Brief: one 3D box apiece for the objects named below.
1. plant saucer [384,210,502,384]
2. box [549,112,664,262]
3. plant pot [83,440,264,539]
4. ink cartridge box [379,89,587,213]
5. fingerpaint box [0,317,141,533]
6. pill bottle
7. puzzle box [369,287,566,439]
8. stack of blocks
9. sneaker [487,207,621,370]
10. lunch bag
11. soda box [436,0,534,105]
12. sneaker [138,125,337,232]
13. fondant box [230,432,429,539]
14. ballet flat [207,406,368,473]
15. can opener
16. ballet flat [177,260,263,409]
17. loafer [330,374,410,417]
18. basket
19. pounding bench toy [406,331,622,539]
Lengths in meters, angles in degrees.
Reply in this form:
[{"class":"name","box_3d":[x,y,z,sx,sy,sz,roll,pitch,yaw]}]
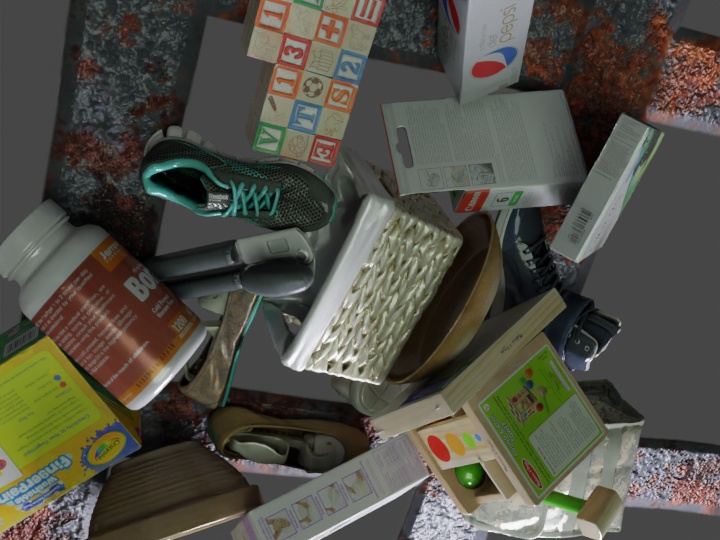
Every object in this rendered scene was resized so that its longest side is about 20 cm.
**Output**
[{"class":"plant saucer","box_3d":[0.091,0.034,1.090,0.035,0.201,0.201,30,106,-12]},{"class":"box","box_3d":[0.255,-0.086,1.086,0.036,0.200,0.146,30,105,13]},{"class":"plant pot","box_3d":[-0.210,0.244,1.155,0.198,0.201,0.094,-16,78,-6]},{"class":"ink cartridge box","box_3d":[0.120,-0.118,1.076,0.197,0.110,0.050,-6,157,-12]},{"class":"fingerpaint box","box_3d":[-0.356,0.160,1.108,0.198,0.074,0.168,-32,119,3]},{"class":"pill bottle","box_3d":[-0.254,0.030,1.031,0.200,0.112,0.112,44,100,-10]},{"class":"puzzle box","box_3d":[0.110,0.095,1.086,0.199,0.133,0.026,-37,93,-35]},{"class":"stack of blocks","box_3d":[-0.055,-0.211,1.012,0.114,0.059,0.202,10,113,-19]},{"class":"sneaker","box_3d":[0.212,0.015,1.142,0.077,0.145,0.205,-34,133,-39]},{"class":"lunch bag","box_3d":[0.218,0.225,1.266,0.197,0.118,0.166,-1,113,-16]},{"class":"soda box","box_3d":[0.113,-0.233,0.977,0.067,0.064,0.200,-21,163,-4]},{"class":"sneaker","box_3d":[-0.121,-0.073,1.014,0.197,0.091,0.079,14,113,2]},{"class":"fondant box","box_3d":[-0.036,0.258,1.176,0.198,0.059,0.144,-25,166,-23]},{"class":"ballet flat","box_3d":[-0.078,0.204,1.210,0.197,0.063,0.069,12,112,-20]},{"class":"can opener","box_3d":[-0.134,-0.001,1.050,0.197,0.067,0.053,-8,112,27]},{"class":"ballet flat","box_3d":[-0.146,0.056,1.120,0.066,0.068,0.202,20,109,-7]},{"class":"loafer","box_3d":[0.053,0.145,1.223,0.198,0.062,0.073,21,83,-39]},{"class":"basket","box_3d":[0.000,0.000,1.089,0.122,0.136,0.202,19,111,-25]},{"class":"pounding bench toy","box_3d":[0.163,0.195,1.115,0.124,0.156,0.201,-35,92,-31]}]
